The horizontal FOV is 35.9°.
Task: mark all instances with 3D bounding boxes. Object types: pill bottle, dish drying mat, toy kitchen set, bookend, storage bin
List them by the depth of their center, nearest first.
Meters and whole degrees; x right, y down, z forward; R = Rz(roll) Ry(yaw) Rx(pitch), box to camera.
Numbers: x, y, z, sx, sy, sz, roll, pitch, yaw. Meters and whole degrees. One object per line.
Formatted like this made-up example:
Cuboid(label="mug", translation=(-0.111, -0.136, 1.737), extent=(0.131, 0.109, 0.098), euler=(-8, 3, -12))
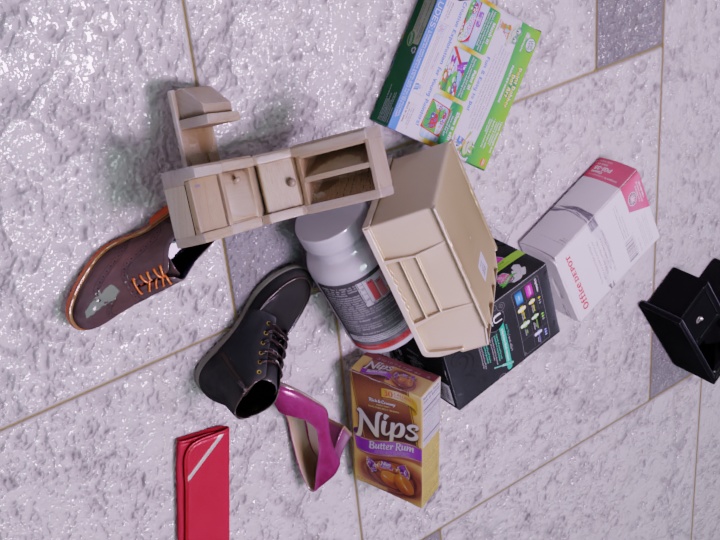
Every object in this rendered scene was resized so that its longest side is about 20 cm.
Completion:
Cuboid(label="toy kitchen set", translation=(-0.096, -0.134, 1.198), extent=(0.199, 0.178, 0.166), euler=(-24, 102, -63))
Cuboid(label="storage bin", translation=(0.097, -0.028, 1.385), extent=(0.092, 0.201, 0.201), euler=(-17, 115, 19))
Cuboid(label="pill bottle", translation=(0.000, 0.000, 1.407), extent=(0.116, 0.115, 0.201), euler=(-43, 130, -15))
Cuboid(label="dish drying mat", translation=(-0.203, 0.300, 1.444), extent=(0.076, 0.018, 0.204), euler=(-14, 117, -35))
Cuboid(label="bookend", translation=(0.606, 0.054, 1.934), extent=(0.201, 0.092, 0.199), euler=(-50, 131, -10))

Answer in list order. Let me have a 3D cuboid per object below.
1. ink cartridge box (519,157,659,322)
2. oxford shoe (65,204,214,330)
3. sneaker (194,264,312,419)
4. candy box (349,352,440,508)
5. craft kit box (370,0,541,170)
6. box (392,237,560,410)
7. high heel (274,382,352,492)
Cuboid(label="ink cartridge box", translation=(0.349, -0.047, 1.688), extent=(0.200, 0.082, 0.147), euler=(-44, 131, -16))
Cuboid(label="oxford shoe", translation=(-0.242, -0.003, 1.240), extent=(0.200, 0.072, 0.072), euler=(-44, 130, -14))
Cuboid(label="sneaker", translation=(-0.108, 0.091, 1.368), extent=(0.201, 0.106, 0.075), euler=(-52, 132, -7))
Cuboid(label="candy box", translation=(0.048, 0.218, 1.524), extent=(0.056, 0.115, 0.203), euler=(-40, 138, -44))
Cuboid(label="craft kit box", translation=(0.127, -0.255, 1.446), extent=(0.196, 0.048, 0.203), euler=(18, 98, -39))
Cuboid(label="box", translation=(0.151, 0.065, 1.535), extent=(0.199, 0.148, 0.126), euler=(-34, 126, -22))
Cuboid(label="high heel", translation=(-0.083, 0.220, 1.474), extent=(0.097, 0.067, 0.200), euler=(-59, 146, -15))
